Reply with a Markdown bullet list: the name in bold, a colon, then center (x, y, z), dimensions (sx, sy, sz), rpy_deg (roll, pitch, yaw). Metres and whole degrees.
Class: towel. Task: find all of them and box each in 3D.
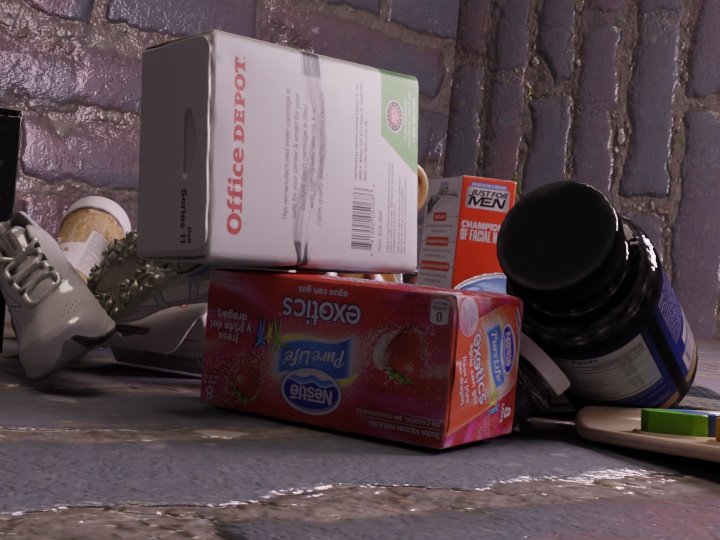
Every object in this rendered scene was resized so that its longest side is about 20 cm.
- **towel**: center (0.226, 0.113, 1.024), dimensions (0.197, 0.035, 0.193), rpy_deg (8, 4, 1)

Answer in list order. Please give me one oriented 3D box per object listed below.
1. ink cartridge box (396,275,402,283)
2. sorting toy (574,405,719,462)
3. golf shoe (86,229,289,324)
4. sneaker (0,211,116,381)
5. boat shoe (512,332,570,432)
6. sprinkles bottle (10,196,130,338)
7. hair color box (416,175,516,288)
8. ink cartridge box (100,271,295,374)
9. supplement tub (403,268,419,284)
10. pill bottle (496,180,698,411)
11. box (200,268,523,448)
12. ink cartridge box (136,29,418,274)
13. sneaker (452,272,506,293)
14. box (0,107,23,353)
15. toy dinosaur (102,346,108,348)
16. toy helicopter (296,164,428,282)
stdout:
- **ink cartridge box**: center (-0.028, 0.059, 1.182), dimensions (0.107, 0.051, 0.201), rpy_deg (5, -33, -8)
- **sorting toy**: center (0.272, 0.112, 0.778), dimensions (0.183, 0.037, 0.199), rpy_deg (6, 1, -27)
- **golf shoe**: center (-0.138, 0.008, 0.920), dimensions (0.199, 0.079, 0.097), rpy_deg (-20, -37, 37)
- **sneaker**: center (-0.239, 0.017, 0.862), dimensions (0.074, 0.088, 0.200), rpy_deg (-33, 27, -14)
- **boat shoe**: center (0.100, 0.082, 0.876), dimensions (0.074, 0.060, 0.200), rpy_deg (49, -5, -7)
- **sprinkles bottle**: center (-0.261, 0.001, 1.067), dimensions (0.067, 0.069, 0.201), rpy_deg (6, 27, -2)
- **hair color box**: center (0.102, 0.008, 1.189), dimensions (0.063, 0.203, 0.111), rpy_deg (5, 1, -15)
- **ink cartridge box**: center (-0.149, 0.024, 1.015), dimensions (0.116, 0.068, 0.201), rpy_deg (6, 40, 26)
- **supplement tub**: center (0.041, 0.048, 1.402), dimensions (0.106, 0.109, 0.199), rpy_deg (5, 1, -31)
- **pill bottle**: center (0.171, 0.026, 0.844), dimensions (0.111, 0.113, 0.200), rpy_deg (6, -28, 32)
- **box**: center (-0.001, 0.054, 0.782), dimensions (0.198, 0.097, 0.099), rpy_deg (5, 1, 33)
- **ink cartridge box**: center (-0.053, -0.074, 0.812), dimensions (0.082, 0.149, 0.199), rpy_deg (-1, -4, 44)
- **sneaker**: center (0.169, 0.048, 1.043), dimensions (0.197, 0.080, 0.089), rpy_deg (7, 1, -12)
- **box**: center (-0.367, -0.037, 0.947), dimensions (0.162, 0.203, 0.086), rpy_deg (6, -1, -20)
- **toy dinosaur**: center (-0.289, 0.045, 1.160), dimensions (0.197, 0.078, 0.102), rpy_deg (0, -10, -19)
- **toy helicopter**: center (0.000, 0.000, 0.951), dimensions (0.131, 0.202, 0.079), rpy_deg (26, -10, -32)
